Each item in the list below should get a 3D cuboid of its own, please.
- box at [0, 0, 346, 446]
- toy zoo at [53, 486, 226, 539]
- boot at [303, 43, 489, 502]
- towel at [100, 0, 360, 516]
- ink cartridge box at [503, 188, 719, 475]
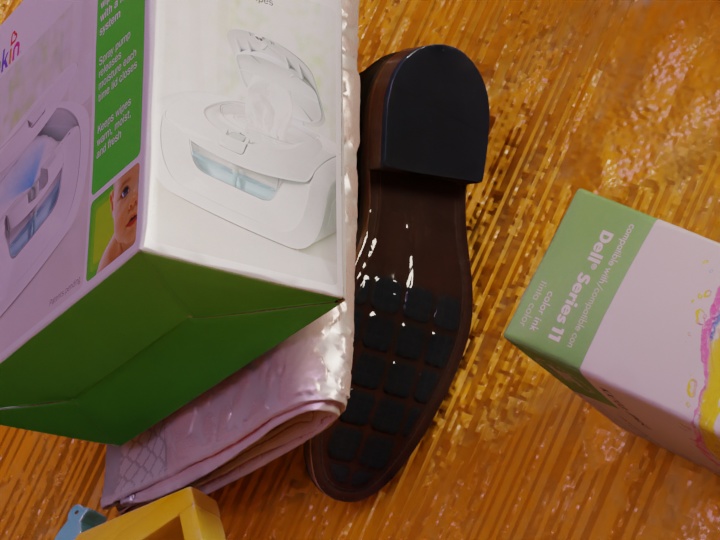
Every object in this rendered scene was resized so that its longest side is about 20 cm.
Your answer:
[{"bbox_3d":[-0.093,-0.042,0.897,0.200,0.096,0.178,-32,52,51],"label":"box"},{"bbox_3d":[-0.101,0.180,0.881,0.131,0.020,0.201,-34,48,19],"label":"toy zoo"},{"bbox_3d":[0.000,0.000,0.950,0.097,0.074,0.202,7,82,62],"label":"boot"},{"bbox_3d":[-0.060,-0.003,0.948,0.191,0.032,0.202,-32,50,49],"label":"towel"},{"bbox_3d":[0.164,0.050,0.770,0.199,0.117,0.068,25,83,39],"label":"ink cartridge box"}]
